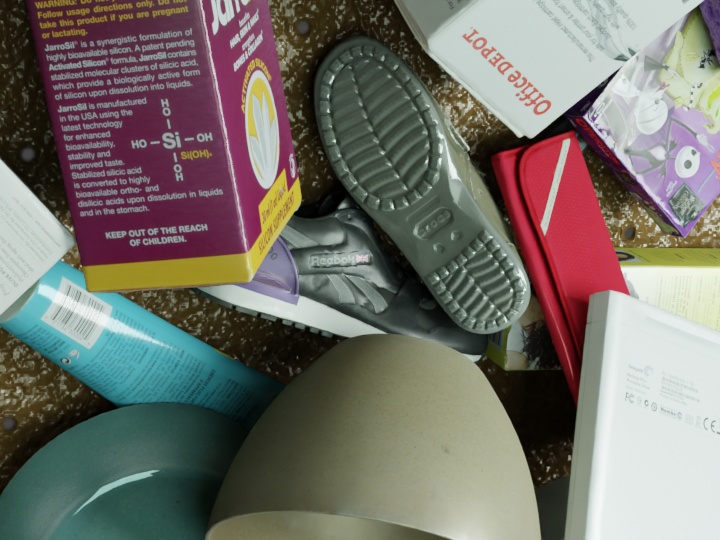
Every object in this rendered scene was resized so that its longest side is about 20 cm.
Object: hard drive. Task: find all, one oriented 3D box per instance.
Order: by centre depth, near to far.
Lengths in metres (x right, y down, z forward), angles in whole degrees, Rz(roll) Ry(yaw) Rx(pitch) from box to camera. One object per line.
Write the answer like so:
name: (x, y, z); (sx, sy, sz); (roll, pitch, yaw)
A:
hard drive: (0.182, 0.127, 1.309); (0.131, 0.027, 0.202); (20, 69, -36)

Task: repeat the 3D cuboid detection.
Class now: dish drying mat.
dish drying mat: (0.141, 0.014, 1.334); (0.077, 0.018, 0.201); (-19, 89, -43)

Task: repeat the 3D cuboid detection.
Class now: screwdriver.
screwdriver: (0.088, -0.045, 1.377); (0.200, 0.029, 0.028); (-40, 117, 3)

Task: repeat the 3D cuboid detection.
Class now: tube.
tube: (-0.133, 0.057, 1.297); (0.200, 0.050, 0.077); (36, 103, -32)

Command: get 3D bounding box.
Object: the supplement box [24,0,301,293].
supplement box: (-0.107, -0.105, 1.188); (0.102, 0.131, 0.202); (-4, 111, 15)

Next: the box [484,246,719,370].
box: (0.178, 0.025, 1.414); (0.198, 0.050, 0.076); (-1, 106, -23)

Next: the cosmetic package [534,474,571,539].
cosmetic package: (0.196, 0.196, 1.421); (0.199, 0.150, 0.052); (25, 57, -26)

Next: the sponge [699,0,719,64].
sponge: (0.294, -0.215, 1.375); (0.199, 0.030, 0.112); (-33, 111, -25)

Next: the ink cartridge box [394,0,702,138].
ink cartridge box: (0.127, -0.190, 1.253); (0.200, 0.083, 0.146); (-39, 145, 11)

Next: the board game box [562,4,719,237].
board game box: (0.229, -0.136, 1.383); (0.200, 0.032, 0.120); (-52, 122, -12)

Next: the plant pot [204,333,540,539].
plant pot: (0.017, 0.117, 1.271); (0.199, 0.200, 0.135); (24, 62, -27)

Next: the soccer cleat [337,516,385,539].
soccer cleat: (0.005, 0.200, 1.378); (0.069, 0.078, 0.202); (5, 103, -24)

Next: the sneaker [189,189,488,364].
sneaker: (0.000, 0.000, 1.318); (0.199, 0.076, 0.088); (17, 93, -24)

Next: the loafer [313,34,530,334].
loafer: (0.037, -0.053, 1.318); (0.075, 0.070, 0.201); (-28, 97, 12)

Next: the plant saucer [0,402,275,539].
plant saucer: (-0.134, 0.178, 1.318); (0.198, 0.036, 0.202); (-10, 119, -19)

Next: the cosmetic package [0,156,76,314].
cosmetic package: (-0.268, 0.012, 1.191); (0.200, 0.108, 0.085); (-44, 117, -3)
